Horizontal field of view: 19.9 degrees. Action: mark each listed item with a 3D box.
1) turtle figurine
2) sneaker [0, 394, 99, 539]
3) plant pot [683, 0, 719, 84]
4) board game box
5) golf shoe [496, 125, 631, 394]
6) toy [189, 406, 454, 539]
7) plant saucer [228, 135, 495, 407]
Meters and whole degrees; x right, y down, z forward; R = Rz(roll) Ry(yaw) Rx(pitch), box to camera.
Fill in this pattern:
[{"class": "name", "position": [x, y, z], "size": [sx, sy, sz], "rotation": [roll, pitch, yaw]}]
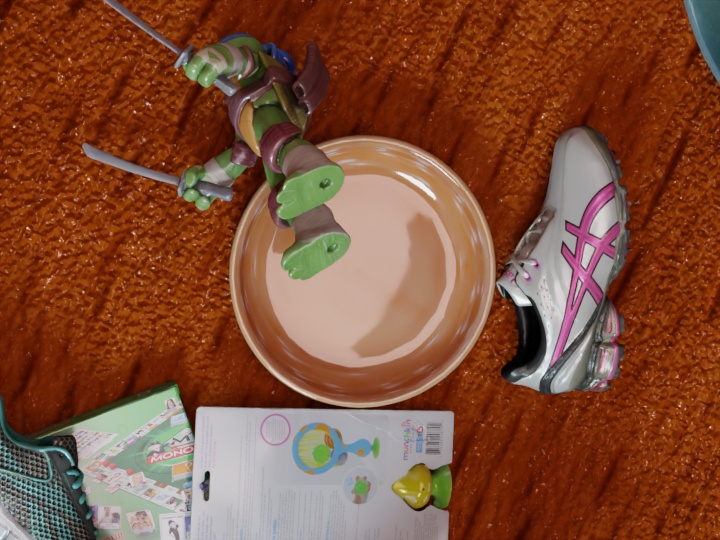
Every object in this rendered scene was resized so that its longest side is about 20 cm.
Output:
[{"class": "turtle figurine", "position": [-0.098, -0.084, 1.426], "size": [0.199, 0.194, 0.144], "rotation": [3, 128, -39]}, {"class": "sneaker", "position": [-0.220, 0.161, 1.452], "size": [0.200, 0.078, 0.091], "rotation": [40, 84, -13]}, {"class": "plant pot", "position": [0.364, -0.227, 1.496], "size": [0.195, 0.200, 0.201], "rotation": [-20, 99, -15]}, {"class": "board game box", "position": [-0.206, 0.178, 1.506], "size": [0.199, 0.029, 0.135], "rotation": [-20, 98, -8]}, {"class": "golf shoe", "position": [0.149, -0.007, 1.525], "size": [0.092, 0.073, 0.201], "rotation": [0, 95, -20]}, {"class": "toy", "position": [-0.031, 0.158, 1.528], "size": [0.199, 0.047, 0.116], "rotation": [2, 92, -15]}, {"class": "plant saucer", "position": [0.000, 0.000, 1.522], "size": [0.199, 0.037, 0.201], "rotation": [-1, 96, -11]}]
